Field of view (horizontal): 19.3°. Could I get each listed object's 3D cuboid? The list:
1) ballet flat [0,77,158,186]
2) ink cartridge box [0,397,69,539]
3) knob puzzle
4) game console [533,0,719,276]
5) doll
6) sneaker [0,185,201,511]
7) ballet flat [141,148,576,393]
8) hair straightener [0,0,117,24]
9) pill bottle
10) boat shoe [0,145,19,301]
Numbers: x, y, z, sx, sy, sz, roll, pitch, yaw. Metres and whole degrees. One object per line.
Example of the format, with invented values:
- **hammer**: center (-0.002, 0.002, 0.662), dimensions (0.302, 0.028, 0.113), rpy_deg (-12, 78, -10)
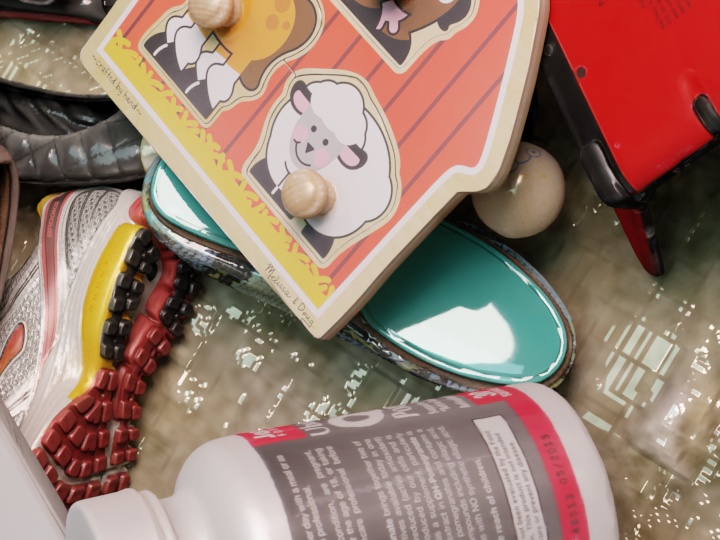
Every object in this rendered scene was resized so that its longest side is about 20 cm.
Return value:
- **ballet flat**: center (-0.156, -0.075, 0.991), dimensions (0.199, 0.066, 0.057), rpy_deg (7, 113, 23)
- **ink cartridge box**: center (-0.178, 0.142, 0.863), dimensions (0.144, 0.201, 0.085), rpy_deg (-28, 29, -6)
- **knob puzzle**: center (-0.010, -0.104, 0.838), dimensions (0.218, 0.030, 0.222), rpy_deg (-3, 84, 30)
- **game console**: center (0.112, -0.124, 0.851), dimensions (0.172, 0.118, 0.201), rpy_deg (-37, 67, 33)
- **doll**: center (0.011, -0.075, 0.916), dimensions (0.136, 0.049, 0.200), rpy_deg (-27, 53, -33)
- **sneaker**: center (-0.142, 0.055, 0.962), dimensions (0.082, 0.078, 0.201), rpy_deg (16, 76, 31)
- **ballet flat**: center (0.000, 0.000, 0.917), dimensions (0.199, 0.074, 0.075), rpy_deg (28, 88, 5)
- **hair straightener**: center (-0.183, -0.135, 1.012), dimensions (0.199, 0.077, 0.041), rpy_deg (13, 80, 22)
- **pill bottle**: center (-0.009, 0.113, 0.824), dimensions (0.199, 0.111, 0.111), rpy_deg (-9, 71, -20)
- **boat shoe**: center (-0.190, 0.040, 0.910), dimensions (0.059, 0.072, 0.202), rpy_deg (7, 86, 30)
